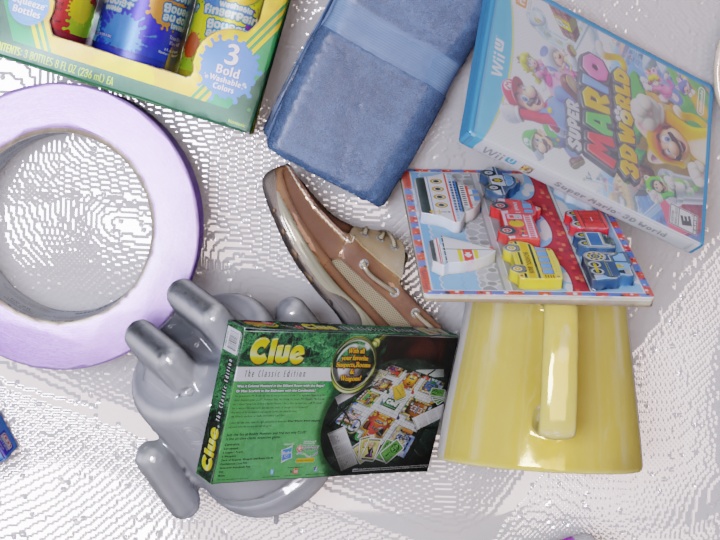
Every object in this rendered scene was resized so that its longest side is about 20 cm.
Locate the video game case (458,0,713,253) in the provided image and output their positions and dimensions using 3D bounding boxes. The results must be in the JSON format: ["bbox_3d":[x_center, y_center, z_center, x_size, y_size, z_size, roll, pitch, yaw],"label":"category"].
[{"bbox_3d":[0.167,-0.113,0.952,0.198,0.018,0.145,23,60,-18],"label":"video game case"}]

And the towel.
[{"bbox_3d":[0.017,-0.156,0.982,0.111,0.049,0.202,28,92,-8],"label":"towel"}]

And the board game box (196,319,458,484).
[{"bbox_3d":[-0.017,0.089,0.908,0.198,0.023,0.106,5,104,-43],"label":"board game box"}]

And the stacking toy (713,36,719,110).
[{"bbox_3d":[0.341,-0.143,0.927,0.143,0.200,0.149,0,95,-3],"label":"stacking toy"}]

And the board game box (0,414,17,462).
[{"bbox_3d":[-0.367,0.081,0.979,0.150,0.045,0.202,-26,96,-1],"label":"board game box"}]

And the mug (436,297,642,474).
[{"bbox_3d":[0.142,0.063,0.952,0.147,0.186,0.156,6,86,-28],"label":"mug"}]

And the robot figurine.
[{"bbox_3d":[-0.085,0.097,0.945,0.169,0.113,0.201,-43,129,-11],"label":"robot figurine"}]

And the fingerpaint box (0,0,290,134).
[{"bbox_3d":[-0.148,-0.206,0.954,0.197,0.073,0.169,17,94,-5],"label":"fingerpaint box"}]

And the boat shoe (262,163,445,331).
[{"bbox_3d":[0.000,0.000,0.987,0.071,0.076,0.201,-36,105,-4],"label":"boat shoe"}]

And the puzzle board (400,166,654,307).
[{"bbox_3d":[0.108,-0.031,0.927,0.148,0.201,0.018,2,117,-4],"label":"puzzle board"}]

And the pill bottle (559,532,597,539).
[{"bbox_3d":[0.099,0.276,0.997,0.197,0.104,0.106,-18,96,-2],"label":"pill bottle"}]

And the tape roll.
[{"bbox_3d":[-0.214,-0.033,0.970,0.196,0.066,0.204,0,94,-3],"label":"tape roll"}]
